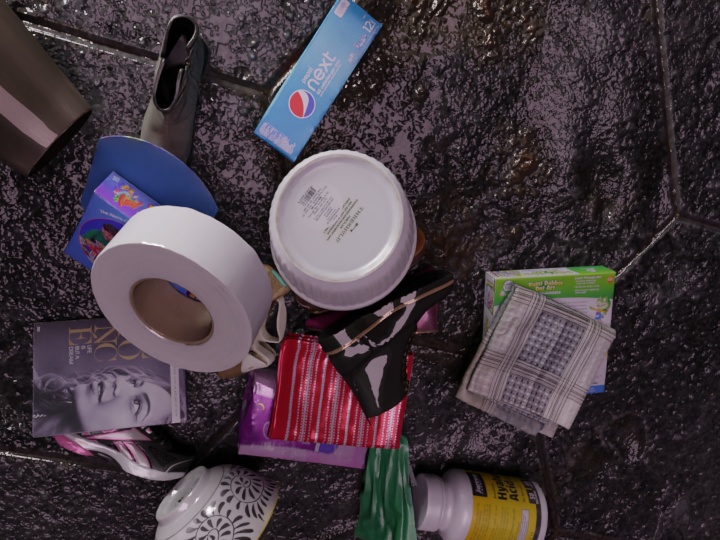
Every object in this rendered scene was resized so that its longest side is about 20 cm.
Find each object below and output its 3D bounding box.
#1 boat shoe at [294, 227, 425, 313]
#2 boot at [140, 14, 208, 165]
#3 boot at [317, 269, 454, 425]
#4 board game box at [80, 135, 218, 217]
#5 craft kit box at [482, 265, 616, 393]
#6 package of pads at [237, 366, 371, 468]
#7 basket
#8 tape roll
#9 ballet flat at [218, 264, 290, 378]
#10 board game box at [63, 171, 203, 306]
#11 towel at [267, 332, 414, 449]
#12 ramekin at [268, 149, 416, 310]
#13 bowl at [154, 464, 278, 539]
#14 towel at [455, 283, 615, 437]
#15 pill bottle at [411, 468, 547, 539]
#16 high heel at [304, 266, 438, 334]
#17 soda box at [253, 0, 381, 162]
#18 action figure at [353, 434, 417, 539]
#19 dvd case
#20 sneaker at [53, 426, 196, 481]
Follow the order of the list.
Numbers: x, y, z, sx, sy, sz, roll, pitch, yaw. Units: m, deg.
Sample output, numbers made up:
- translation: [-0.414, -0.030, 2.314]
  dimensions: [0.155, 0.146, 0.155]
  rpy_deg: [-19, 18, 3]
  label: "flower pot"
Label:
- translation: [0.000, 0.000, 0.851]
  dimensions: [0.197, 0.071, 0.071]
  rpy_deg: [-21, 145, 0]
  label: "boat shoe"
- translation: [-0.231, -0.197, 0.719]
  dimensions: [0.067, 0.131, 0.203]
  rpy_deg: [13, 102, -12]
  label: "boot"
- translation: [0.058, 0.100, 0.816]
  dimensions: [0.198, 0.077, 0.140]
  rpy_deg: [-28, 100, -5]
  label: "boot"
- translation: [-0.263, -0.090, 0.764]
  dimensions: [0.157, 0.039, 0.200]
  rpy_deg: [32, 132, -11]
  label: "board game box"
- translation: [0.287, 0.097, 0.933]
  dimensions: [0.196, 0.049, 0.201]
  rpy_deg: [-2, 107, -9]
  label: "craft kit box"
- translation: [-0.076, 0.214, 0.884]
  dimensions: [0.197, 0.076, 0.122]
  rpy_deg: [12, 98, -13]
  label: "package of pads"
- translation: [-0.424, -0.216, 0.684]
  dimensions: [0.180, 0.136, 0.200]
  rpy_deg: [-46, 111, -1]
  label: "basket"
- translation: [-0.207, 0.027, 0.707]
  dimensions: [0.199, 0.071, 0.205]
  rpy_deg: [9, 132, 10]
  label: "tape roll"
- translation: [-0.140, 0.085, 0.816]
  dimensions: [0.072, 0.068, 0.202]
  rpy_deg: [29, 118, 8]
  label: "ballet flat"
- translation: [-0.261, -0.013, 0.771]
  dimensions: [0.199, 0.045, 0.134]
  rpy_deg: [37, 132, -16]
  label: "board game box"
- translation: [-0.024, 0.170, 0.835]
  dimensions: [0.197, 0.022, 0.147]
  rpy_deg: [10, 91, -18]
  label: "towel"
- translation: [-0.024, -0.054, 0.766]
  dimensions: [0.197, 0.105, 0.204]
  rpy_deg: [0, 81, 2]
  label: "ramekin"
- translation: [-0.217, 0.336, 0.829]
  dimensions: [0.200, 0.201, 0.094]
  rpy_deg: [-40, 104, 2]
  label: "bowl"
- translation: [0.264, 0.144, 0.902]
  dimensions: [0.190, 0.035, 0.202]
  rpy_deg: [24, 100, -15]
  label: "towel"
- translation: [0.183, 0.376, 0.952]
  dimensions: [0.197, 0.111, 0.113]
  rpy_deg: [11, 103, -13]
  label: "pill bottle"
- translation: [0.017, 0.046, 0.876]
  dimensions: [0.196, 0.067, 0.098]
  rpy_deg: [-1, 81, -8]
  label: "high heel"
- translation: [-0.058, -0.242, 0.770]
  dimensions: [0.064, 0.068, 0.201]
  rpy_deg: [33, 97, -15]
  label: "soda box"
- translation: [0.046, 0.323, 0.934]
  dimensions: [0.117, 0.054, 0.204]
  rpy_deg: [2, 91, 31]
  label: "action figure"
- translation: [-0.338, 0.139, 0.818]
  dimensions: [0.196, 0.016, 0.151]
  rpy_deg: [-4, 79, -9]
  label: "dvd case"
- translation: [-0.320, 0.227, 0.847]
  dimensions: [0.198, 0.080, 0.087]
  rpy_deg: [25, 89, -21]
  label: "sneaker"
